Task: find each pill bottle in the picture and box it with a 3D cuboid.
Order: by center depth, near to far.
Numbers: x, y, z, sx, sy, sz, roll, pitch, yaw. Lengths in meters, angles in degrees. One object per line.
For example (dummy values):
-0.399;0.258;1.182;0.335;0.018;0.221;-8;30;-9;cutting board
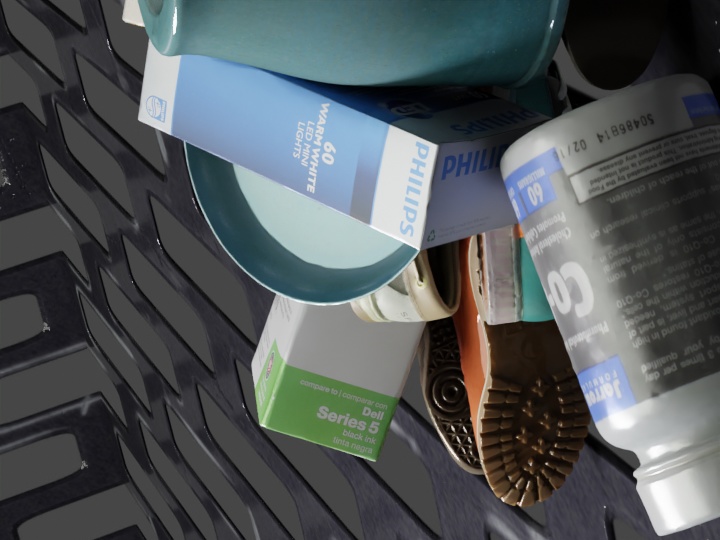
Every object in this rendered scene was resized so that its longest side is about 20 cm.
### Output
0.152;0.018;1.027;0.114;0.113;0.202;133;117;-73;pill bottle

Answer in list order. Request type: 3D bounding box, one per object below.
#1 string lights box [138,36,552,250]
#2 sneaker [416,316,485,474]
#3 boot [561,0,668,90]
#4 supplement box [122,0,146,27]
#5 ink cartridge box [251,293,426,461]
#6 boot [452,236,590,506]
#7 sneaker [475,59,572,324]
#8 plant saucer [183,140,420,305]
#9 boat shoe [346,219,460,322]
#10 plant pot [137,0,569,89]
-0.010;-0.080;1.113;0.199;0.102;0.059;26;115;34;string lights box
0.068;0.043;1.474;0.076;0.070;0.202;62;-168;-81;sneaker
0.088;-0.181;1.113;0.200;0.064;0.188;178;87;-71;boot
-0.070;-0.242;1.357;0.125;0.073;0.202;21;110;28;supplement box
0.000;0.000;1.367;0.146;0.083;0.202;-109;37;-76;ink cartridge box
0.094;0.047;1.357;0.107;0.074;0.202;-138;41;-67;boot
0.104;-0.061;1.181;0.072;0.079;0.201;-99;4;-55;sneaker
-0.020;-0.082;1.205;0.199;0.027;0.202;7;101;39;plant saucer
0.036;-0.069;1.228;0.066;0.074;0.202;6;100;28;boat shoe
-0.016;-0.181;1.038;0.200;0.186;0.202;173;90;-75;plant pot
